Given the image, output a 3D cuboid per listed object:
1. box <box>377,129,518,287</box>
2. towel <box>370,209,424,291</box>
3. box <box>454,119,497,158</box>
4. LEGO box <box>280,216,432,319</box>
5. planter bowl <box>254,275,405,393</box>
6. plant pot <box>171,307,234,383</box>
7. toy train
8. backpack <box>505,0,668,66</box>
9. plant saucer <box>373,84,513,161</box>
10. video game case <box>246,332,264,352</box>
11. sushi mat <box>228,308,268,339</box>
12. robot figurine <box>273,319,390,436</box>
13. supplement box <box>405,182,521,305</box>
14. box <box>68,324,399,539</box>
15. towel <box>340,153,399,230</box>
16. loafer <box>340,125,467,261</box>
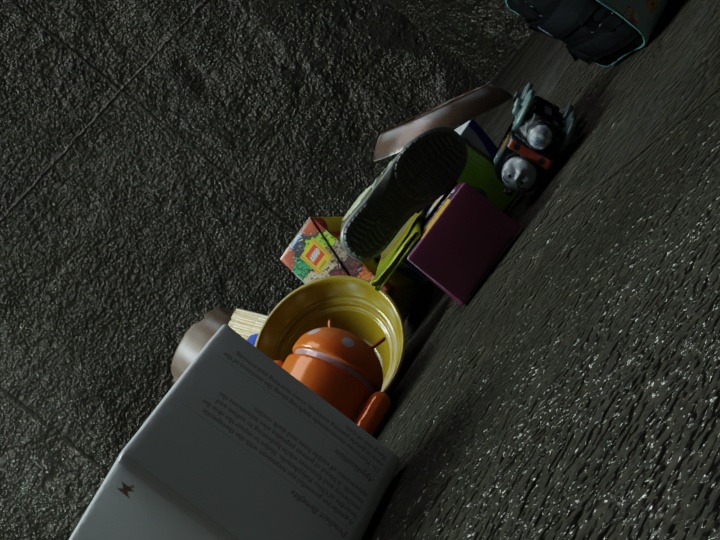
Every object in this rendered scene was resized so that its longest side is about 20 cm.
[{"bbox_3d":[0.105,-0.071,1.415,0.201,0.121,0.048,-52,25,15],"label":"box"},{"bbox_3d":[0.046,-0.033,1.288,0.087,0.018,0.200,-55,3,13],"label":"towel"},{"bbox_3d":[0.109,-0.105,1.648,0.183,0.105,0.201,-26,24,53],"label":"box"},{"bbox_3d":[0.000,0.000,1.497,0.078,0.149,0.199,-52,-16,16],"label":"LEGO box"},{"bbox_3d":[-0.028,0.115,1.324,0.202,0.199,0.084,-53,-32,-12],"label":"planter bowl"},{"bbox_3d":[-0.182,0.174,1.695,0.200,0.197,0.202,-42,-30,-31],"label":"plant pot"},{"bbox_3d":[0.209,-0.156,1.310,0.115,0.084,0.200,-63,0,20],"label":"toy train"},{"bbox_3d":[0.290,-0.348,1.309,0.155,0.174,0.200,-56,7,5],"label":"backpack"},{"bbox_3d":[0.101,-0.196,1.388,0.197,0.033,0.200,-24,8,4],"label":"plant saucer"},{"bbox_3d":[-0.125,0.207,1.342,0.045,0.184,0.201,-10,26,27],"label":"video game case"},{"bbox_3d":[-0.135,0.115,1.562,0.198,0.012,0.097,11,75,43],"label":"sushi mat"},{"bbox_3d":[-0.048,0.149,1.191,0.202,0.116,0.144,-62,14,-21],"label":"robot figurine"},{"bbox_3d":[0.113,-0.037,1.275,0.111,0.085,0.200,-52,3,3],"label":"supplement box"},{"bbox_3d":[-0.113,0.204,0.914,0.201,0.198,0.172,-52,3,41],"label":"box"},{"bbox_3d":[0.047,-0.125,1.478,0.148,0.037,0.200,-46,-3,27],"label":"towel"},{"bbox_3d":[0.044,-0.094,1.262,0.200,0.075,0.070,-43,12,-12],"label":"loafer"}]
